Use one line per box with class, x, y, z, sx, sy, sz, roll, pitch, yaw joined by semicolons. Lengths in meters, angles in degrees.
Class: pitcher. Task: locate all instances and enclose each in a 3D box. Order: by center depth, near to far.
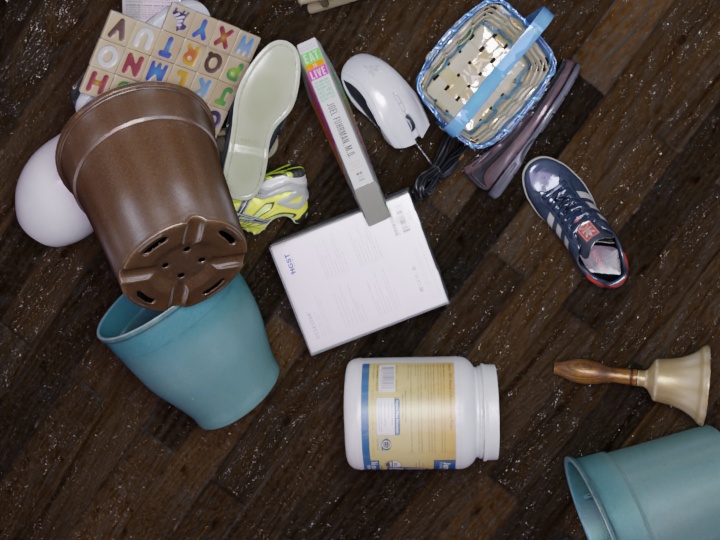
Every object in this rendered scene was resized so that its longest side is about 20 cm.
pitcher;-0.366;-0.144;1.285;0.120;0.173;0.200;26;122;-30

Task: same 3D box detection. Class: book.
book;-0.023;-0.167;1.208;0.047;0.134;0.203;-22;73;2

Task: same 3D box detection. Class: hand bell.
hand bell;0.357;0.140;1.308;0.196;0.104;0.106;6;100;15

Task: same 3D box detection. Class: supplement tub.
supplement tub;0.080;0.187;1.292;0.196;0.145;0.148;-1;100;4

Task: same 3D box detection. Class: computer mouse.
computer mouse;0.052;-0.198;1.265;0.110;0.044;0.201;-42;94;-19

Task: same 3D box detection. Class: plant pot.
plant pot;-0.233;-0.076;1.138;0.199;0.200;0.200;-33;57;8
plant pot;0.394;0.306;1.278;0.193;0.200;0.203;-20;98;-2
plant pot;-0.207;0.094;1.282;0.198;0.201;0.189;-31;112;8

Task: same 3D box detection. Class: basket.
basket;0.149;-0.234;1.184;0.139;0.200;0.177;41;93;-12

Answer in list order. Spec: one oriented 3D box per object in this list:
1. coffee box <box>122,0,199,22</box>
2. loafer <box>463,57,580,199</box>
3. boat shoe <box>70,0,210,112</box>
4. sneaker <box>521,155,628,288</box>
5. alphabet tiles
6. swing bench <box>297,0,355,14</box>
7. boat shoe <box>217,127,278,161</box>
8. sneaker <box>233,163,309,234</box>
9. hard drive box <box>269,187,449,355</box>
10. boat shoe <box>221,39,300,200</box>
coffee box;-0.252;-0.314;1.246;0.078;0.114;0.204;2;101;2
loafer;0.205;-0.190;1.261;0.062;0.072;0.202;32;103;2
boat shoe;-0.267;-0.255;1.168;0.200;0.069;0.057;-42;51;-4
sneaker;0.283;-0.062;1.267;0.075;0.085;0.201;-39;95;9
alphabet tiles;-0.229;-0.231;1.168;0.008;0.198;0.169;43;112;41
swing bench;0.001;-0.443;1.200;0.196;0.130;0.202;-13;98;5
boat shoe;-0.206;-0.150;1.294;0.197;0.065;0.073;-15;98;6
sneaker;-0.163;-0.081;1.300;0.196;0.076;0.078;-11;108;11
hard drive box;0.000;0.000;1.301;0.197;0.077;0.158;-20;97;6
boat shoe;-0.128;-0.191;1.219;0.073;0.066;0.203;8;109;-19
